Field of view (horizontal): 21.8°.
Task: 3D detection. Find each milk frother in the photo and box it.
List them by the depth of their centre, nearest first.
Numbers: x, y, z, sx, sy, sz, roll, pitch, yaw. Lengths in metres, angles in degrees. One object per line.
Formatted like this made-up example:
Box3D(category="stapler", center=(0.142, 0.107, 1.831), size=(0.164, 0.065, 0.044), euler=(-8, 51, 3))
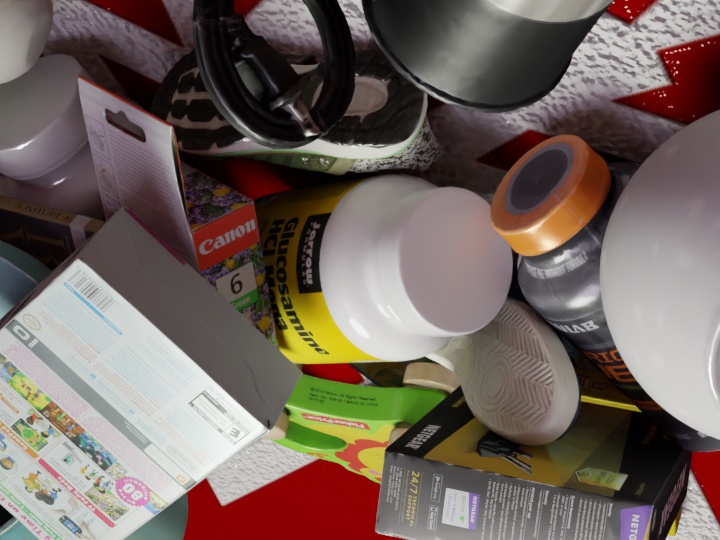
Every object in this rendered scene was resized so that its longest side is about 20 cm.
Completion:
Box3D(category="milk frother", center=(0.041, -0.152, 0.837), size=(0.180, 0.201, 0.188), euler=(31, 148, -4))

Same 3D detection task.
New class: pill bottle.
Box3D(category="pill bottle", center=(0.163, 0.009, 1.088), size=(0.200, 0.107, 0.106), euler=(42, 145, -26))
Box3D(category="pill bottle", center=(0.000, 0.000, 1.148), size=(0.112, 0.113, 0.199), euler=(40, 156, -25))
Box3D(category="pill bottle", center=(-0.162, -0.043, 1.224), size=(0.110, 0.112, 0.200), euler=(-1, 141, 35))

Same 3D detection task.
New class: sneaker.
Box3D(category="sneaker", center=(-0.038, -0.083, 1.128), size=(0.199, 0.077, 0.089), euler=(9, 158, 30))
Box3D(category="sneaker", center=(0.101, 0.056, 1.147), size=(0.084, 0.075, 0.200), euler=(22, -169, -26))

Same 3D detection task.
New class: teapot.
Box3D(category="teapot", center=(0.223, 0.015, 0.956), size=(0.197, 0.146, 0.200), euler=(-43, 116, 14))

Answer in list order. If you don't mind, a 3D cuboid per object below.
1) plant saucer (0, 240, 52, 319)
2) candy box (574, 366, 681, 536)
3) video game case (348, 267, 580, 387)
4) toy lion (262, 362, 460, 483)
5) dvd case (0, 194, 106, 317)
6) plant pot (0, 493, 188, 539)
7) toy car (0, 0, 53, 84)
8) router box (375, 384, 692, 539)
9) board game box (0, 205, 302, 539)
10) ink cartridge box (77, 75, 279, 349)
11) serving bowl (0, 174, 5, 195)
Box3D(category="plant saucer", center=(-0.230, 0.046, 1.202), size=(0.199, 0.036, 0.201), euler=(20, 136, 20))
Box3D(category="candy box", center=(0.175, 0.129, 1.325), size=(0.101, 0.027, 0.201), euler=(11, 150, 18))
Box3D(category="video game case", center=(0.045, 0.033, 1.289), size=(0.143, 0.018, 0.199), euler=(38, 146, -21))
Box3D(category="toy lion", center=(0.016, 0.123, 1.378), size=(0.198, 0.069, 0.192), euler=(8, 159, 16))
Box3D(category="dvd case", center=(-0.234, 0.011, 1.213), size=(0.199, 0.016, 0.150), euler=(14, 133, 25))
Box3D(category="plant pot", center=(-0.257, 0.183, 1.571), size=(0.199, 0.202, 0.196), euler=(-1, 149, 35))
Box3D(category="toy car", center=(-0.278, -0.166, 1.077), size=(0.174, 0.151, 0.200), euler=(21, 149, 3))
Box3D(category="router box", center=(0.111, 0.123, 1.127), size=(0.156, 0.053, 0.200), euler=(10, -169, 15))
Box3D(category="board game box", center=(-0.155, 0.075, 1.106), size=(0.148, 0.064, 0.200), euler=(44, 126, -11))
Box3D(category="ink cartridge box", center=(-0.107, -0.021, 1.126), size=(0.109, 0.050, 0.201), euler=(29, 137, 45))
Box3D(category="serving bowl", center=(-0.232, 0.002, 1.338), size=(0.200, 0.066, 0.200), euler=(50, 167, 16))
